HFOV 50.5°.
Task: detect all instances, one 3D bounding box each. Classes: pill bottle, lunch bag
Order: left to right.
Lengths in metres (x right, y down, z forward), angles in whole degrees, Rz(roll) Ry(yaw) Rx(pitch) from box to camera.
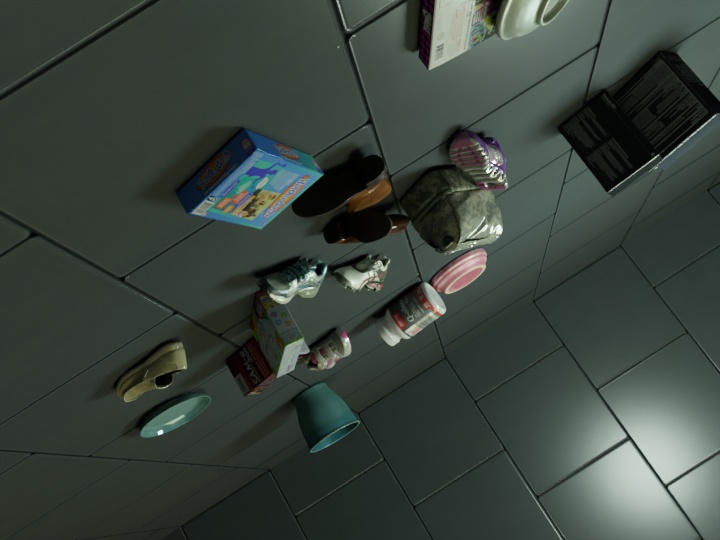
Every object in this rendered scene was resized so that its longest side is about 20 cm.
[{"bbox_3d":[0.149,0.135,2.316,0.200,0.116,0.116,-38,161,15],"label":"pill bottle"},{"bbox_3d":[0.208,-0.123,1.661,0.200,0.168,0.139,-11,152,-48],"label":"lunch bag"}]

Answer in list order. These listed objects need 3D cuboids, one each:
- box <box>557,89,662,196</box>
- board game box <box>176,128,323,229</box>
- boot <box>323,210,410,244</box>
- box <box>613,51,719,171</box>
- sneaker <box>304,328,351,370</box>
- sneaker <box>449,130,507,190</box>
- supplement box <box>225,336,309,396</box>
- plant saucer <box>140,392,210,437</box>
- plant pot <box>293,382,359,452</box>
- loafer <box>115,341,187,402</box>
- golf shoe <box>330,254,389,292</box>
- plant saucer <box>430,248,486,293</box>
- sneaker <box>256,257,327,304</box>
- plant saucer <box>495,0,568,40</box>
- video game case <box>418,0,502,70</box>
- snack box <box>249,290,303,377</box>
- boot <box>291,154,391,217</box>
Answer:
[{"bbox_3d":[0.581,-0.295,1.781,0.141,0.200,0.079,-39,161,22],"label":"box"},{"bbox_3d":[-0.168,-0.137,1.199,0.152,0.045,0.200,-39,161,18],"label":"board game box"},{"bbox_3d":[0.052,-0.094,1.575,0.186,0.064,0.200,-3,-176,44],"label":"boot"},{"bbox_3d":[0.720,-0.374,1.814,0.123,0.199,0.200,-12,154,-46],"label":"box"},{"bbox_3d":[-0.098,0.243,2.240,0.088,0.081,0.200,-19,157,-41],"label":"sneaker"},{"bbox_3d":[0.250,-0.244,1.583,0.080,0.089,0.200,4,161,35],"label":"sneaker"},{"bbox_3d":[-0.233,0.214,1.897,0.200,0.109,0.061,-41,160,23],"label":"supplement box"},{"bbox_3d":[-0.493,0.377,2.019,0.200,0.027,0.200,-29,162,-10],"label":"plant saucer"},{"bbox_3d":[-0.136,0.506,2.686,0.200,0.188,0.200,-29,161,-11],"label":"plant pot"},{"bbox_3d":[-0.449,0.231,1.644,0.200,0.068,0.076,-40,161,22],"label":"loafer"},{"bbox_3d":[0.000,0.000,1.822,0.088,0.077,0.200,-60,156,15],"label":"golf shoe"},{"bbox_3d":[0.313,0.009,2.369,0.200,0.051,0.201,-30,162,-11],"label":"plant saucer"},{"bbox_3d":[-0.142,0.011,1.611,0.086,0.078,0.200,-54,162,22],"label":"sneaker"},{"bbox_3d":[0.277,-0.418,1.116,0.200,0.050,0.200,-46,164,-17],"label":"plant saucer"},{"bbox_3d":[0.170,-0.397,1.099,0.181,0.036,0.200,-31,162,-9],"label":"video game case"},{"bbox_3d":[-0.192,0.142,1.724,0.053,0.142,0.200,-25,160,-22],"label":"snack box"},{"bbox_3d":[-0.032,-0.141,1.433,0.188,0.069,0.200,-36,172,-1],"label":"boot"}]
